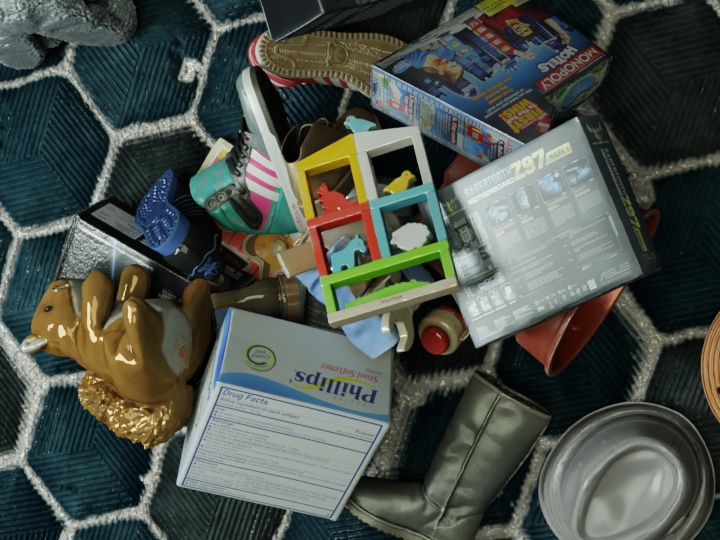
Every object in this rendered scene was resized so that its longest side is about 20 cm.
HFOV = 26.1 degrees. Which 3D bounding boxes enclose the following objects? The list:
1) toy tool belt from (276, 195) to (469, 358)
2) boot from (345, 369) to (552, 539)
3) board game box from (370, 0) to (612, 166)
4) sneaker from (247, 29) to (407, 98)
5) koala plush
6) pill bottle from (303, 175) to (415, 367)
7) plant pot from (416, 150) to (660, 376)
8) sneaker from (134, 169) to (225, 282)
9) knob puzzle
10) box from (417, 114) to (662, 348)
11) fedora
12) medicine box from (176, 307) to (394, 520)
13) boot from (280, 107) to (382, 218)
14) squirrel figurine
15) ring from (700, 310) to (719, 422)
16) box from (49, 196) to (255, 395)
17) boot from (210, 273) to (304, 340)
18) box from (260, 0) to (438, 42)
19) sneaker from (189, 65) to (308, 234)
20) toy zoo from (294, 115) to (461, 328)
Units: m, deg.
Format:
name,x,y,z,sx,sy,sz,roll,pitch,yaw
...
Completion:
name,x,y,z,sx,sy,sz,roll,pitch,yaw
toy tool belt,0.011,0.031,1.557,0.200,0.123,0.125,47,135,-4
boot,0.089,0.202,1.700,0.181,0.073,0.201,23,109,-3
board game box,0.148,-0.178,1.573,0.199,0.062,0.200,-32,57,-23
sneaker,-0.026,-0.226,1.689,0.199,0.112,0.072,10,92,-18
koala plush,-0.363,-0.349,1.714,0.176,0.184,0.202,-12,82,15
pill bottle,0.000,0.000,1.678,0.112,0.113,0.202,10,100,13
plant pot,0.171,-0.028,1.598,0.195,0.201,0.202,34,104,16
sneaker,-0.194,-0.045,1.692,0.078,0.200,0.070,40,101,-23
knob puzzle,-0.141,-0.020,1.756,0.218,0.030,0.221,2,97,14
box,0.166,-0.035,1.466,0.199,0.051,0.159,-28,81,34
fedora,0.279,0.237,1.643,0.200,0.090,0.177,-40,85,16
medicine box,-0.079,0.154,1.625,0.181,0.103,0.201,14,137,-11
boot,-0.029,-0.135,1.624,0.073,0.200,0.076,-20,112,26
squirrel figurine,-0.266,0.093,1.650,0.185,0.141,0.202,5,108,26
ring,0.457,0.101,1.619,0.199,0.019,0.202,2,97,16
box,-0.243,0.040,1.744,0.199,0.086,0.165,29,116,10
boot,-0.119,0.078,1.690,0.096,0.075,0.201,-7,138,-14
box,-0.011,-0.360,1.586,0.124,0.196,0.201,-13,95,60
sneaker,-0.130,-0.119,1.668,0.120,0.084,0.201,-12,121,10
toy zoo,0.012,-0.057,1.496,0.130,0.020,0.201,-17,69,9
